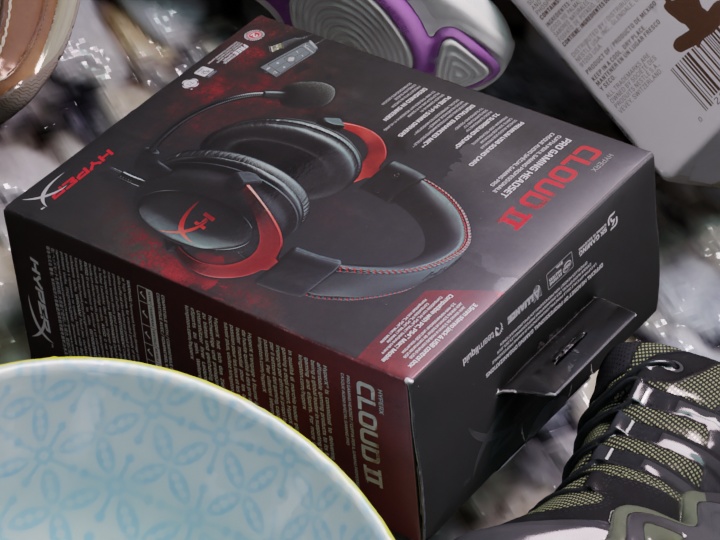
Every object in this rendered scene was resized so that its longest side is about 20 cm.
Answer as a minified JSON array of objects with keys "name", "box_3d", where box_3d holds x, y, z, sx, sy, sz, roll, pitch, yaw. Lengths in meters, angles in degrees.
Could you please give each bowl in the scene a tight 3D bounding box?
[{"name":"bowl","box_3d":[-0.086,0.139,0.839,0.199,0.108,0.201,10,52,-13]}]

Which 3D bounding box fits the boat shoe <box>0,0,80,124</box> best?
[{"name":"boat shoe","box_3d":[-0.156,-0.134,1.025,0.072,0.076,0.200,36,30,-39]}]

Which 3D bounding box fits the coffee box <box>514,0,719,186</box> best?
[{"name":"coffee box","box_3d":[0.109,-0.132,1.089,0.200,0.080,0.114,52,21,20]}]

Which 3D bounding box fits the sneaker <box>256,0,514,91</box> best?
[{"name":"sneaker","box_3d":[-0.021,-0.143,1.090,0.200,0.075,0.100,28,52,2]}]

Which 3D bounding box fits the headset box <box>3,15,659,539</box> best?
[{"name":"headset box","box_3d":[0.000,0.000,0.945,0.200,0.075,0.149,22,46,31]}]

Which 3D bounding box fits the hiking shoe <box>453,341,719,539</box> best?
[{"name":"hiking shoe","box_3d":[0.091,0.076,0.880,0.199,0.076,0.101,-10,47,-33]}]
